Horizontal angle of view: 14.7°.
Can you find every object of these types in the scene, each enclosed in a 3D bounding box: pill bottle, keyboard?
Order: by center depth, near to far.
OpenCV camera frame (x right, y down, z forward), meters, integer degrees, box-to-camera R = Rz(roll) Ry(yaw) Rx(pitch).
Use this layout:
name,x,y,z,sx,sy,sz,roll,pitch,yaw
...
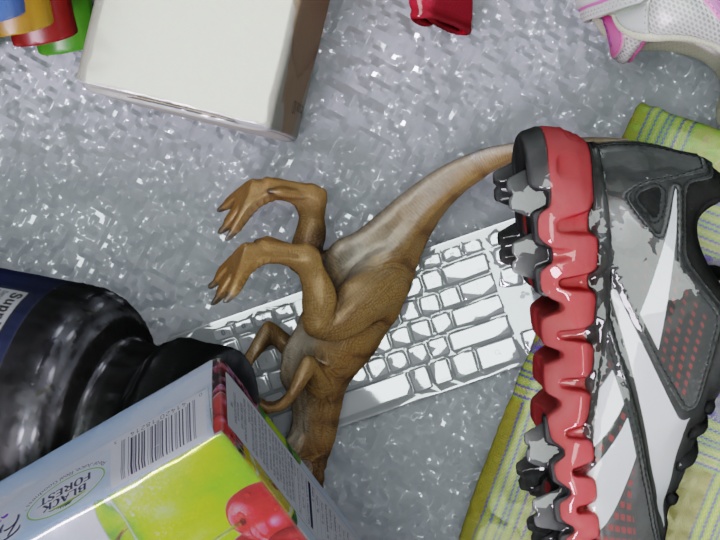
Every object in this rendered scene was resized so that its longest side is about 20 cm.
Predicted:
name,x,y,z,sx,sy,sz,roll,pitch,yaw
pill bottle,-0.145,0.054,1.054,0.199,0.112,0.112,11,91,19
keyboard,0.024,0.021,1.107,0.199,0.011,0.056,-19,88,6

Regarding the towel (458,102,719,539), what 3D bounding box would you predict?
name,x,y,z,sx,sy,sz,roll,pitch,yaw
towel,0.134,0.050,1.085,0.143,0.023,0.201,21,95,5

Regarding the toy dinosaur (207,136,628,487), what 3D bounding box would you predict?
name,x,y,z,sx,sy,sz,roll,pitch,yaw
toy dinosaur,0.000,0.000,1.085,0.106,0.060,0.200,28,102,-22

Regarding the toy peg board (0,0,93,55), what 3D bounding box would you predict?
name,x,y,z,sx,sy,sz,roll,pitch,yaw
toy peg board,-0.190,-0.108,1.047,0.199,0.199,0.098,-9,104,6

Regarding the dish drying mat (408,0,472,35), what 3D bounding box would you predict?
name,x,y,z,sx,sy,sz,roll,pitch,yaw
dish drying mat,0.030,-0.194,1.076,0.018,0.077,0.201,1,90,14

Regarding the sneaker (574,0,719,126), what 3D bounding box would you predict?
name,x,y,z,sx,sy,sz,roll,pitch,yaw
sneaker,0.110,-0.129,1.065,0.200,0.081,0.088,42,92,5

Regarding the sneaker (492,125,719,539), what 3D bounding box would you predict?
name,x,y,z,sx,sy,sz,roll,pitch,yaw
sneaker,0.105,0.044,1.040,0.098,0.071,0.201,-5,99,-4

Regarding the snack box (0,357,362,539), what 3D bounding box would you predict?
name,x,y,z,sx,sy,sz,roll,pitch,yaw
snack box,-0.094,0.138,0.984,0.200,0.053,0.142,-29,117,12

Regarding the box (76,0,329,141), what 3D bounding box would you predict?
name,x,y,z,sx,sy,sz,roll,pitch,yaw
box,-0.043,-0.156,1.075,0.077,0.095,0.201,14,92,5
